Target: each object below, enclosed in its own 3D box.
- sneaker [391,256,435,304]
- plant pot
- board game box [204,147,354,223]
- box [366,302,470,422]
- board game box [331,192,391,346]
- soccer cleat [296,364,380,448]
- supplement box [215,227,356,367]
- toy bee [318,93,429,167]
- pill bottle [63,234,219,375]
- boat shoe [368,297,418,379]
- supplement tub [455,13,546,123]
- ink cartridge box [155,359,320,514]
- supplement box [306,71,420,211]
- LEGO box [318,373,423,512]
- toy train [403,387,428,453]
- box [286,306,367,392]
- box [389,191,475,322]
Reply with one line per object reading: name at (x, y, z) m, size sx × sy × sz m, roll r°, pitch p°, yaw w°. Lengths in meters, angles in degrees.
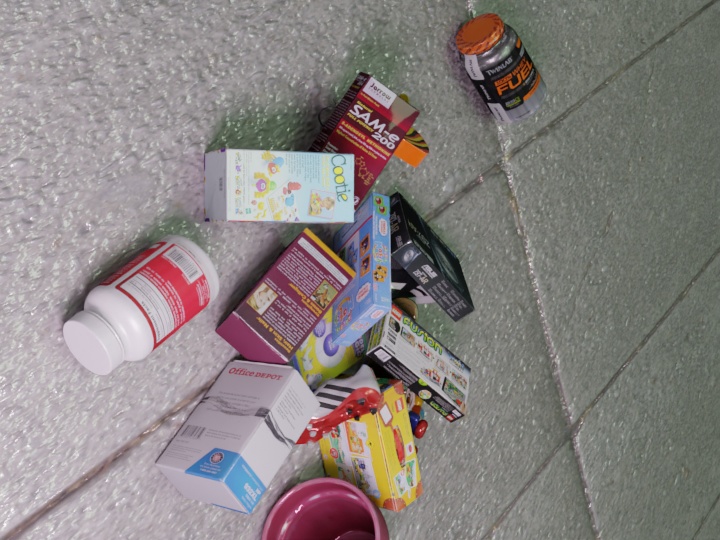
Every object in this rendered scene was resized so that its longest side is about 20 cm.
sneaker at (0.082, 0.005, 1.795) m, size 0.200 × 0.073 × 0.112 m, roll -9°, pitch 99°, yaw -47°
plant pot at (-0.034, 0.451, 1.599) m, size 0.179 × 0.199 × 0.201 m, roll 54°, pitch 51°, yaw -54°
board game box at (-0.120, -0.122, 1.488) m, size 0.199 × 0.103 × 0.105 m, roll 0°, pitch 92°, yaw -27°
box at (0.100, 0.151, 1.665) m, size 0.200 × 0.035 × 0.110 m, roll 41°, pitch 36°, yaw -20°
board game box at (0.000, 0.000, 1.601) m, size 0.036 × 0.151 × 0.201 m, roll 14°, pitch 58°, yaw -22°
soccer cleat at (-0.058, 0.213, 1.578) m, size 0.069 × 0.200 × 0.085 m, roll 48°, pitch 24°, yaw -37°
supplement box at (-0.112, 0.048, 1.535) m, size 0.110 × 0.086 × 0.200 m, roll 42°, pitch 55°, yaw -5°
toy bee at (0.028, -0.258, 1.701) m, size 0.200 × 0.131 × 0.109 m, roll 44°, pitch 27°, yaw -36°
pill bottle at (-0.290, 0.047, 1.338) m, size 0.200 × 0.112 × 0.113 m, roll -42°, pitch 121°, yaw -39°
boat shoe at (0.056, 0.134, 1.758) m, size 0.065 × 0.073 × 0.201 m, roll -28°, pitch 140°, yaw -65°
supplement tub at (0.273, -0.395, 1.970) m, size 0.200 × 0.122 × 0.123 m, roll 48°, pitch 56°, yaw -37°
ink cartridge box at (-0.174, 0.234, 1.452) m, size 0.200 × 0.145 × 0.084 m, roll -56°, pitch 130°, yaw -32°
supplement box at (-0.007, -0.203, 1.614) m, size 0.109 × 0.061 × 0.200 m, roll 31°, pitch 94°, yaw -23°
LEGO box at (0.008, 0.280, 1.660) m, size 0.077 × 0.149 × 0.201 m, roll -26°, pitch 110°, yaw -45°
toy train at (0.090, 0.232, 1.754) m, size 0.116 × 0.084 × 0.200 m, roll -53°, pitch 164°, yaw -48°
box at (-0.057, 0.116, 1.660) m, size 0.200 × 0.048 × 0.118 m, roll -33°, pitch 115°, yaw -45°
box at (0.116, -0.024, 1.776) m, size 0.200 × 0.043 × 0.160 m, roll 46°, pitch 19°, yaw -31°
